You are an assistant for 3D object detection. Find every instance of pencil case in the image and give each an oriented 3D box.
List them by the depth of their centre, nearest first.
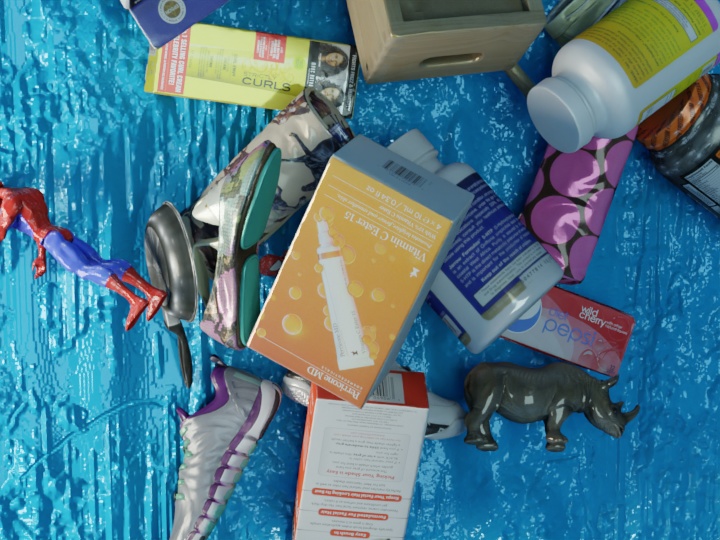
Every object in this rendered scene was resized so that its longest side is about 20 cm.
[{"bbox_3d":[-0.087,-0.075,1.513,0.200,0.078,0.090,-43,76,11],"label":"pencil case"},{"bbox_3d":[0.214,-0.088,1.637,0.093,0.091,0.202,21,89,7],"label":"pencil case"}]

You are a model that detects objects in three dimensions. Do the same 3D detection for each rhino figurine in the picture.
[{"bbox_3d":[0.193,0.136,1.627,0.198,0.060,0.088,2,72,-15],"label":"rhino figurine"}]

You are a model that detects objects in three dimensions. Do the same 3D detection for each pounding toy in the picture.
[{"bbox_3d":[0.091,-0.258,1.544,0.198,0.142,0.186,-7,74,-17],"label":"pounding toy"}]

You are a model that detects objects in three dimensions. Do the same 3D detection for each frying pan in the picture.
[{"bbox_3d":[-0.183,0.017,1.527,0.031,0.115,0.191,-12,145,-21],"label":"frying pan"}]

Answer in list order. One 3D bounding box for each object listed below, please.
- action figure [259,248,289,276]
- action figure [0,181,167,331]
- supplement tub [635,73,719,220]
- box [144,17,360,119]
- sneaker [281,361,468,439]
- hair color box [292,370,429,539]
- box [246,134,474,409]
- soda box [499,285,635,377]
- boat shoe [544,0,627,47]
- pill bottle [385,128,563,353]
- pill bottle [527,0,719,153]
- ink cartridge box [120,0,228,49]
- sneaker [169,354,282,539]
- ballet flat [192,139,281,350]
[{"bbox_3d":[-0.008,-0.002,1.569,0.198,0.052,0.066,0,54,-27],"label":"action figure"},{"bbox_3d":[-0.284,-0.002,1.478,0.200,0.065,0.099,40,109,9],"label":"action figure"},{"bbox_3d":[0.385,-0.120,1.666,0.199,0.122,0.123,35,86,-19],"label":"supplement tub"},{"bbox_3d":[-0.102,-0.193,1.532,0.198,0.050,0.076,7,96,-19],"label":"box"},{"bbox_3d":[0.028,0.095,1.601,0.198,0.075,0.116,15,95,-16],"label":"sneaker"},{"bbox_3d":[-0.003,0.190,1.560,0.110,0.064,0.201,6,121,-7],"label":"hair color box"},{"bbox_3d":[0.000,0.000,1.451,0.124,0.097,0.201,28,111,6],"label":"box"},{"bbox_3d":[0.180,0.045,1.652,0.199,0.063,0.071,20,91,-19],"label":"soda box"},{"bbox_3d":[0.263,-0.304,1.628,0.062,0.072,0.201,36,88,-18],"label":"boat shoe"},{"bbox_3d":[0.087,-0.032,1.534,0.120,0.120,0.200,-40,84,-9],"label":"pill bottle"},{"bbox_3d":[0.256,-0.197,1.554,0.199,0.104,0.105,-36,107,-21],"label":"pill bottle"},{"bbox_3d":[-0.165,-0.338,1.467,0.199,0.041,0.201,-38,99,-19],"label":"ink cartridge box"},{"bbox_3d":[-0.156,0.185,1.568,0.087,0.074,0.201,28,82,0],"label":"sneaker"},{"bbox_3d":[-0.119,-0.025,1.459,0.071,0.069,0.202,15,112,17],"label":"ballet flat"}]
